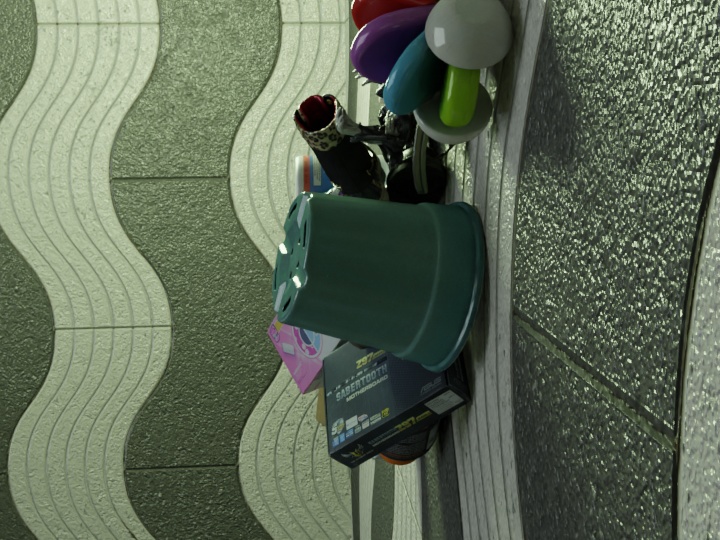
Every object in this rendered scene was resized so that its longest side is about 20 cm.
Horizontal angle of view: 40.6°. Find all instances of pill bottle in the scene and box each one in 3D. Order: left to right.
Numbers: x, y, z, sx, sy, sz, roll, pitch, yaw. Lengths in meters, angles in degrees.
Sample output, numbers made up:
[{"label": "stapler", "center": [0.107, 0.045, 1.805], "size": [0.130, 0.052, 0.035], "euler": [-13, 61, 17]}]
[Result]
[{"label": "pill bottle", "center": [-0.006, -0.130, 1.568], "size": [0.112, 0.198, 0.113], "euler": [178, 90, -86]}, {"label": "pill bottle", "center": [0.063, 0.201, 1.381], "size": [0.201, 0.105, 0.107], "euler": [95, 172, -52]}]

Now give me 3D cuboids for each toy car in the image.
[{"label": "toy car", "center": [0.063, -0.233, 0.972], "size": [0.175, 0.148, 0.202], "euler": [98, 170, -63]}]

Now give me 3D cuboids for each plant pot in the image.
[{"label": "plant pot", "center": [0.011, 0.001, 1.109], "size": [0.200, 0.194, 0.202], "euler": [-169, 90, -74]}]

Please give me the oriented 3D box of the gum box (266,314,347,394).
[{"label": "gum box", "center": [-0.055, 0.079, 1.398], "size": [0.114, 0.066, 0.200], "euler": [57, 139, 22]}]

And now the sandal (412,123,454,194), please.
[{"label": "sandal", "center": [0.100, -0.185, 1.154], "size": [0.080, 0.057, 0.203], "euler": [-74, -1, -74]}]

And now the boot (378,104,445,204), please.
[{"label": "boot", "center": [0.068, -0.174, 1.367], "size": [0.211, 0.079, 0.159], "euler": [105, 163, -76]}]

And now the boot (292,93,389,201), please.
[{"label": "boot", "center": [-0.031, -0.169, 1.295], "size": [0.151, 0.073, 0.201], "euler": [57, -170, -36]}]

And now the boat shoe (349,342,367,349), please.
[{"label": "boat shoe", "center": [0.000, 0.000, 1.268], "size": [0.076, 0.071, 0.202], "euler": [18, -128, -60]}]

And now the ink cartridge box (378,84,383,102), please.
[{"label": "ink cartridge box", "center": [0.061, -0.329, 1.647], "size": [0.200, 0.044, 0.178], "euler": [104, 166, -74]}]

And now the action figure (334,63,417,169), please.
[{"label": "action figure", "center": [0.026, -0.209, 1.189], "size": [0.201, 0.101, 0.120], "euler": [102, 180, -54]}]

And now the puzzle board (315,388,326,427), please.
[{"label": "puzzle board", "center": [-0.020, 0.145, 1.447], "size": [0.150, 0.017, 0.202], "euler": [18, 103, 63]}]

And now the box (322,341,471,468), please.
[{"label": "box", "center": [0.040, 0.137, 1.236], "size": [0.051, 0.199, 0.159], "euler": [37, -147, -35]}]

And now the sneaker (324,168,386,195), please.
[{"label": "sneaker", "center": [-0.037, -0.081, 1.456], "size": [0.200, 0.074, 0.088], "euler": [-55, 6, 44]}]

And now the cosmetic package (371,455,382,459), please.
[{"label": "cosmetic package", "center": [0.056, 0.217, 1.652], "size": [0.113, 0.080, 0.202], "euler": [107, 160, -76]}]
